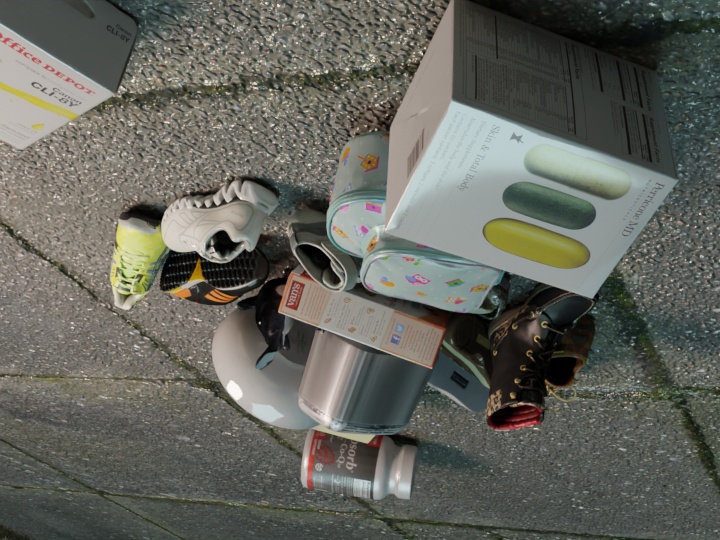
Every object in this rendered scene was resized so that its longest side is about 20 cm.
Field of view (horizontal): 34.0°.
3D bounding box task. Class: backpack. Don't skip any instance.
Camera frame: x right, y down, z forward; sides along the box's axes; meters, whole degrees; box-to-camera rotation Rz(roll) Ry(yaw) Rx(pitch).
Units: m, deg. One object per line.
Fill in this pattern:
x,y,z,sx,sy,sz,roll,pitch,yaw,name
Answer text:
0.063,-0.052,1.192,0.198,0.155,0.176,19,161,1,backpack

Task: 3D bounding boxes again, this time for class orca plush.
-0.125,0.062,1.514,0.070,0.201,0.106,3,123,2,orca plush

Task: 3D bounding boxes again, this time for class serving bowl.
-0.100,0.114,1.601,0.199,0.201,0.066,21,131,-18,serving bowl

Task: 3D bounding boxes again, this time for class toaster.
0.003,0.135,1.521,0.199,0.130,0.113,9,-166,-47,toaster

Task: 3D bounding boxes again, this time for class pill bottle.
0.000,0.348,2.119,0.198,0.117,0.116,8,155,7,pill bottle

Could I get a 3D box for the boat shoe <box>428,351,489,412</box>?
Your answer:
0.111,0.132,1.676,0.200,0.072,0.065,37,169,-36,boat shoe

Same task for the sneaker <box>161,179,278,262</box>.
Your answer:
-0.181,-0.047,1.410,0.075,0.082,0.199,27,153,-33,sneaker

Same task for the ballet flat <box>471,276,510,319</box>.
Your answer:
0.109,0.004,1.400,0.072,0.073,0.200,-14,144,44,ballet flat

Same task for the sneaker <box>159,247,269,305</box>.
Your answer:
-0.173,0.008,1.544,0.199,0.071,0.090,-6,156,43,sneaker

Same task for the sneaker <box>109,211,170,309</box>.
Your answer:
-0.290,-0.010,1.539,0.075,0.077,0.200,15,154,-3,sneaker

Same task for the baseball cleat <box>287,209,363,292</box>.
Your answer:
0.000,0.000,1.392,0.198,0.107,0.070,21,124,-20,baseball cleat

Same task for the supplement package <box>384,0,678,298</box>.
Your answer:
0.140,-0.103,1.010,0.198,0.152,0.152,17,133,-12,supplement package

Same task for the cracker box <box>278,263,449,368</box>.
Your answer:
0.008,0.049,1.449,0.198,0.058,0.134,19,-170,2,cracker box

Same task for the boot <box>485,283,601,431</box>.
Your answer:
0.220,0.104,1.453,0.073,0.152,0.200,26,145,-23,boot

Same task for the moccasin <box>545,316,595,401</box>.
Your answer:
0.263,0.129,1.579,0.073,0.078,0.202,16,155,-9,moccasin

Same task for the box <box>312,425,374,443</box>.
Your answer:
-0.039,0.173,1.788,0.174,0.098,0.200,15,154,-7,box

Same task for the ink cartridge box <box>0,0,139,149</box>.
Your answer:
-0.331,-0.208,1.130,0.145,0.084,0.199,30,150,-34,ink cartridge box

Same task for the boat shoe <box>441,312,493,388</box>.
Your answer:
0.149,0.100,1.598,0.074,0.075,0.202,16,160,40,boat shoe
